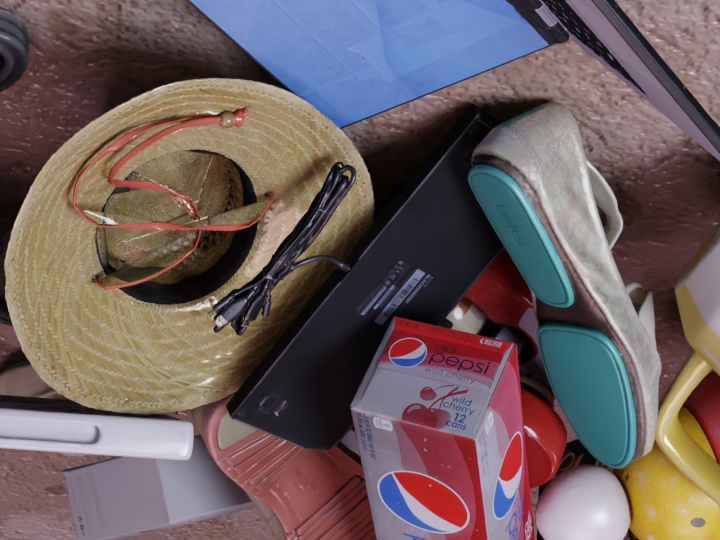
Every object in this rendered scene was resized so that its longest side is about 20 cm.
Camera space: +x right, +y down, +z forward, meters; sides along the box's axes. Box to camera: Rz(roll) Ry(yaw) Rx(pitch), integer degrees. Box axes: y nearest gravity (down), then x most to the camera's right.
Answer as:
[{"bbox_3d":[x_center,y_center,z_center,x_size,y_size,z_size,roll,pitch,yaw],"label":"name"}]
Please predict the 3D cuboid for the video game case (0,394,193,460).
[{"bbox_3d":[-0.194,0.080,1.021,0.181,0.024,0.200,5,177,-14],"label":"video game case"}]

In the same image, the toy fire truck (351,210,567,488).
[{"bbox_3d":[0.032,0.041,1.055,0.168,0.113,0.200,36,143,-14],"label":"toy fire truck"}]

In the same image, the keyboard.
[{"bbox_3d":[0.000,0.000,0.942,0.127,0.021,0.200,27,107,-42],"label":"keyboard"}]

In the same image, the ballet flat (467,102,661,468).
[{"bbox_3d":[0.115,0.008,0.937,0.067,0.062,0.201,16,139,49],"label":"ballet flat"}]

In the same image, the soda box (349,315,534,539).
[{"bbox_3d":[0.047,0.116,0.988,0.070,0.064,0.201,12,142,19],"label":"soda box"}]

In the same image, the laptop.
[{"bbox_3d":[0.023,-0.095,0.774,0.116,0.200,0.187,-47,136,5],"label":"laptop"}]

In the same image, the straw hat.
[{"bbox_3d":[-0.095,-0.033,0.933,0.200,0.085,0.202,-18,134,-19],"label":"straw hat"}]

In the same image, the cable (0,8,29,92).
[{"bbox_3d":[-0.230,-0.080,0.949,0.097,0.051,0.200,20,137,-18],"label":"cable"}]

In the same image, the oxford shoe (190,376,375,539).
[{"bbox_3d":[-0.031,0.114,1.061,0.071,0.074,0.201,-36,127,-7],"label":"oxford shoe"}]

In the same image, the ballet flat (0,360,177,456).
[{"bbox_3d":[-0.170,0.082,1.196,0.199,0.070,0.069,-21,143,40],"label":"ballet flat"}]

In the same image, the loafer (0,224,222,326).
[{"bbox_3d":[-0.108,0.017,1.023,0.198,0.070,0.070,5,130,16],"label":"loafer"}]

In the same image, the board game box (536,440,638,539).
[{"bbox_3d":[0.187,0.158,1.197,0.034,0.136,0.200,23,147,-29],"label":"board game box"}]

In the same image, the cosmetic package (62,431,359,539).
[{"bbox_3d":[-0.082,0.125,1.184,0.082,0.051,0.199,-20,171,37],"label":"cosmetic package"}]

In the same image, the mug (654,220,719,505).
[{"bbox_3d":[0.224,0.039,0.916,0.153,0.187,0.149,39,-176,4],"label":"mug"}]

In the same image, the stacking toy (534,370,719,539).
[{"bbox_3d":[0.190,0.115,1.046,0.199,0.147,0.146,-16,154,-10],"label":"stacking toy"}]
